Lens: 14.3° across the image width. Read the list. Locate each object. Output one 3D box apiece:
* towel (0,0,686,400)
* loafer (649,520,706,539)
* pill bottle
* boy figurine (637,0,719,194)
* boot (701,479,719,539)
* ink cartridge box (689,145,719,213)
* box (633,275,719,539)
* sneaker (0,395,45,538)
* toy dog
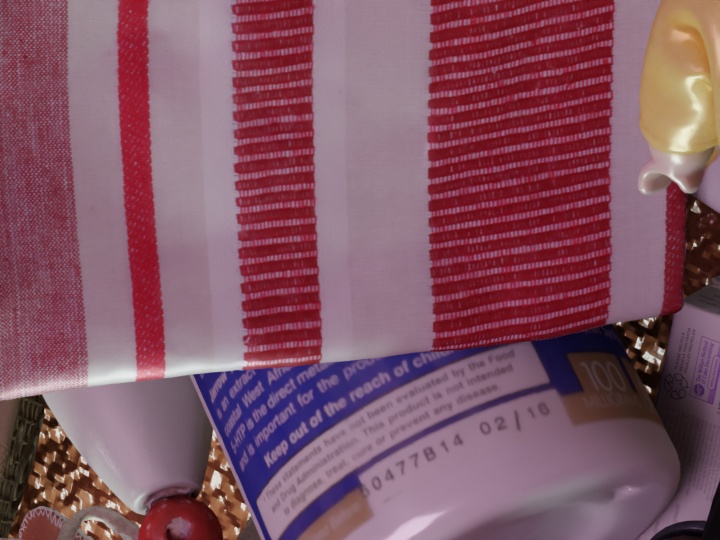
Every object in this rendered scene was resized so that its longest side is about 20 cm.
[{"bbox_3d":[-0.011,-0.039,0.724,0.023,0.198,0.145,-115,22,-61],"label":"towel"},{"bbox_3d":[0.076,0.169,0.793,0.072,0.063,0.201,20,114,25],"label":"loafer"},{"bbox_3d":[0.000,0.000,0.842,0.120,0.119,0.201,-41,64,35],"label":"pill bottle"},{"bbox_3d":[0.119,-0.045,0.692,0.124,0.064,0.201,-9,100,36],"label":"boy figurine"},{"bbox_3d":[0.151,0.109,0.680,0.161,0.074,0.199,17,141,6],"label":"boot"},{"bbox_3d":[0.128,-0.090,0.764,0.199,0.087,0.146,34,121,23],"label":"ink cartridge box"},{"bbox_3d":[0.101,0.100,0.866,0.041,0.039,0.201,21,114,28],"label":"box"},{"bbox_3d":[-0.165,0.099,1.003,0.075,0.070,0.201,17,105,1],"label":"sneaker"},{"bbox_3d":[-0.073,0.058,0.934,0.131,0.096,0.202,6,76,-6],"label":"toy dog"}]
